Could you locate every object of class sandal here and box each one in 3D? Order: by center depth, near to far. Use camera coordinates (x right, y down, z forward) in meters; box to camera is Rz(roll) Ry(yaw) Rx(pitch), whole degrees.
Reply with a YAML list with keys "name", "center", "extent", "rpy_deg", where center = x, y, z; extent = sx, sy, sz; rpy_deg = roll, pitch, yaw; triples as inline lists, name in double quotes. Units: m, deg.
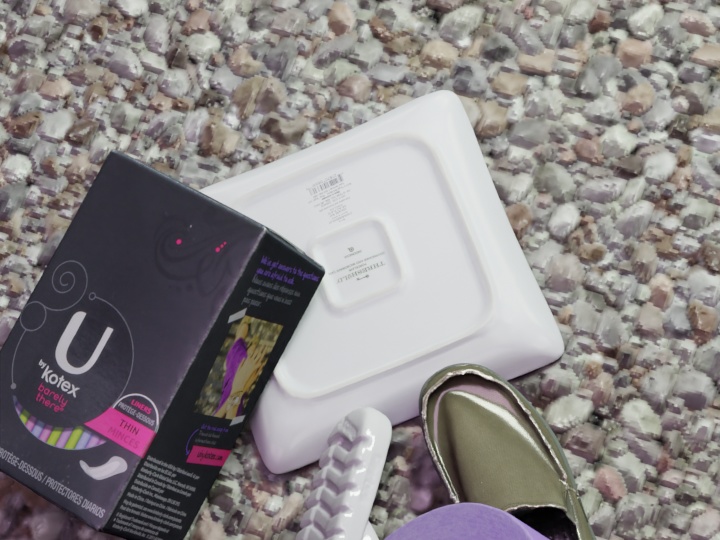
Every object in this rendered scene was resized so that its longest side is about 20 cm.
- name: "sandal"
  center: [-0.011, 0.180, 1.319]
  extent: [0.050, 0.082, 0.203]
  rpy_deg: [22, 78, -20]

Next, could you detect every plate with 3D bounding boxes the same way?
- name: "plate"
  center: [0.000, 0.000, 1.399]
  extent: [0.199, 0.032, 0.201]
  rpy_deg: [-23, 67, 3]

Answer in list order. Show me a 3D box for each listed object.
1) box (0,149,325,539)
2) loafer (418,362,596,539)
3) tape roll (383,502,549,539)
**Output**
- name: "box"
  center: [-0.130, 0.050, 1.345]
  extent: [0.122, 0.106, 0.201]
  rpy_deg: [26, 86, 25]
- name: "loafer"
  center: [0.096, 0.135, 1.308]
  extent: [0.075, 0.070, 0.200]
  rpy_deg: [-31, 69, -2]
- name: "tape roll"
  center: [0.046, 0.226, 1.192]
  extent: [0.200, 0.066, 0.201]
  rpy_deg: [-36, 34, 29]
